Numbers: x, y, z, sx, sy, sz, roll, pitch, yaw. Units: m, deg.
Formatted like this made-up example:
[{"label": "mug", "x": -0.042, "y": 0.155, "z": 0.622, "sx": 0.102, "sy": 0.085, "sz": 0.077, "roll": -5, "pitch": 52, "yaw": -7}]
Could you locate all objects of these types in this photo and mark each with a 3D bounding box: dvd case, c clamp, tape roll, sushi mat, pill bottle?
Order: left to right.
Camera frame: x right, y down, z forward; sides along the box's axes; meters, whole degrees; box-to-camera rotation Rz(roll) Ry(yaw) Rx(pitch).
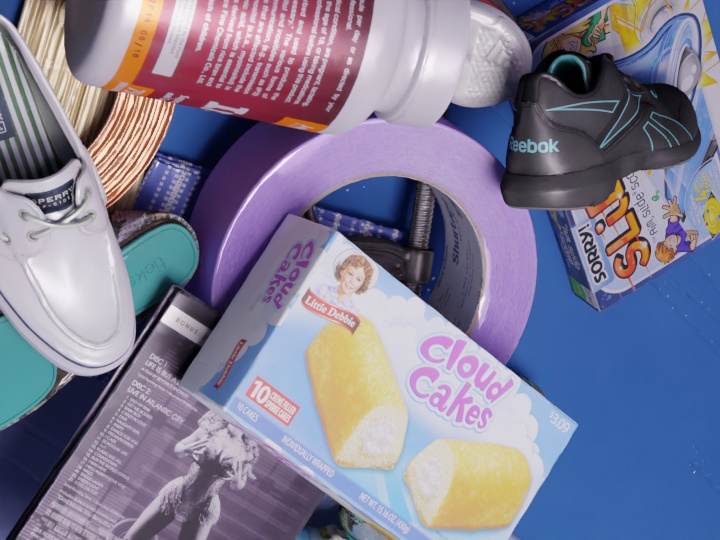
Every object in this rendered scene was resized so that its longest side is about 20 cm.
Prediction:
[{"label": "sushi mat", "x": -0.164, "y": -0.071, "z": 1.235, "sx": 0.095, "sy": 0.012, "sz": 0.202, "roll": 13, "pitch": 104, "yaw": -22}, {"label": "dvd case", "x": -0.102, "y": 0.128, "z": 1.232, "sx": 0.148, "sy": 0.016, "sz": 0.201, "roll": 34, "pitch": 91, "yaw": -27}, {"label": "pill bottle", "x": -0.048, "y": -0.135, "z": 1.160, "sx": 0.198, "sy": 0.113, "sz": 0.114, "roll": 10, "pitch": 107, "yaw": -21}, {"label": "tape roll", "x": 0.000, "y": 0.000, "z": 1.275, "sx": 0.198, "sy": 0.066, "sz": 0.202, "roll": -7, "pitch": 111, "yaw": -18}, {"label": "c clamp", "x": 0.020, "y": -0.065, "z": 1.319, "sx": 0.169, "sy": 0.027, "sz": 0.202, "roll": -1, "pitch": 102, "yaw": -23}]

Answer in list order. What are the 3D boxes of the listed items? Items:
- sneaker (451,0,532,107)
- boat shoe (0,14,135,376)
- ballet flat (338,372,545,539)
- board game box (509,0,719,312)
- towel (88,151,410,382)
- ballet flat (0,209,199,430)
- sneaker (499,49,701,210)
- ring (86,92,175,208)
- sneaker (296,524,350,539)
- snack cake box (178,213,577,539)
[{"label": "sneaker", "x": 0.013, "y": -0.172, "z": 1.264, "sx": 0.200, "sy": 0.082, "sz": 0.077, "roll": 40, "pitch": 115, "yaw": -14}, {"label": "boat shoe", "x": -0.171, "y": -0.038, "z": 1.142, "sx": 0.073, "sy": 0.067, "sz": 0.201, "roll": -30, "pitch": 97, "yaw": -25}, {"label": "ballet flat", "x": 0.059, "y": 0.099, "z": 1.357, "sx": 0.200, "sy": 0.074, "sz": 0.075, "roll": -40, "pitch": 131, "yaw": -46}, {"label": "board game box", "x": 0.170, "y": -0.091, "z": 1.394, "sx": 0.135, "sy": 0.034, "sz": 0.201, "roll": -31, "pitch": 122, "yaw": -13}, {"label": "towel", "x": -0.069, "y": 0.018, "z": 1.329, "sx": 0.199, "sy": 0.024, "sz": 0.146, "roll": 18, "pitch": 104, "yaw": -30}, {"label": "ballet flat", "x": -0.179, "y": 0.030, "z": 1.210, "sx": 0.200, "sy": 0.072, "sz": 0.072, "roll": -35, "pitch": 124, "yaw": -24}, {"label": "sneaker", "x": 0.144, "y": -0.092, "z": 1.277, "sx": 0.200, "sy": 0.075, "sz": 0.080, "roll": -28, "pitch": 115, "yaw": -57}, {"label": "ring", "x": -0.195, "y": -0.109, "z": 1.192, "sx": 0.199, "sy": 0.019, "sz": 0.202, "roll": -7, "pitch": 110, "yaw": -18}, {"label": "sneaker", "x": 0.018, "y": 0.169, "z": 1.373, "sx": 0.199, "sy": 0.080, "sz": 0.131, "roll": 33, "pitch": 100, "yaw": -15}, {"label": "snack cake box", "x": 0.012, "y": 0.074, "z": 1.220, "sx": 0.200, "sy": 0.067, "sz": 0.115, "roll": 38, "pitch": 81, "yaw": -28}]
